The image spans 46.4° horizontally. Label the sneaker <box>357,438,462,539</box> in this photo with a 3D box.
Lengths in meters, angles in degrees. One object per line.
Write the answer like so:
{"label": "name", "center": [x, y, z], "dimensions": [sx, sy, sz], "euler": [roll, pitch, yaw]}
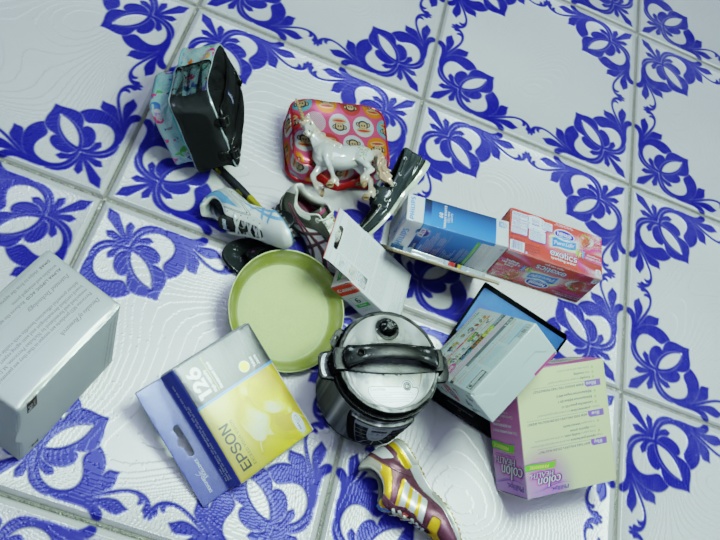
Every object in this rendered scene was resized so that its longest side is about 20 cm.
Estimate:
{"label": "sneaker", "center": [0.074, 0.363, 1.289], "dimensions": [0.089, 0.075, 0.201], "euler": [-26, 66, -22]}

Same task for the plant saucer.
{"label": "plant saucer", "center": [-0.123, 0.067, 1.378], "dimensions": [0.198, 0.031, 0.203], "euler": [5, 76, -23]}

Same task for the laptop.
{"label": "laptop", "center": [0.231, 0.161, 1.437], "dimensions": [0.176, 0.104, 0.201], "euler": [32, 55, 0]}

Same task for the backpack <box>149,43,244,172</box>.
{"label": "backpack", "center": [-0.274, -0.289, 1.463], "dimensions": [0.148, 0.178, 0.202], "euler": [-4, 51, 10]}

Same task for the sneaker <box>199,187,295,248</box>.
{"label": "sneaker", "center": [-0.190, -0.079, 1.409], "dimensions": [0.199, 0.072, 0.072], "euler": [26, 50, 32]}

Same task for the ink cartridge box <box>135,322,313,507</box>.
{"label": "ink cartridge box", "center": [-0.200, 0.211, 1.259], "dimensions": [0.199, 0.047, 0.199], "euler": [-33, 92, -35]}

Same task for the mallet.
{"label": "mallet", "center": [-0.194, -0.116, 1.485], "dimensions": [0.199, 0.066, 0.041], "euler": [39, 49, 22]}

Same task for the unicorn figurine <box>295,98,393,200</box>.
{"label": "unicorn figurine", "center": [-0.042, -0.199, 1.485], "dimensions": [0.198, 0.074, 0.139], "euler": [13, 57, -30]}

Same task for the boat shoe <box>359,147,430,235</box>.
{"label": "boat shoe", "center": [0.044, -0.142, 1.531], "dimensions": [0.066, 0.074, 0.200], "euler": [42, 82, -12]}

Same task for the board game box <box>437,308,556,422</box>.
{"label": "board game box", "center": [0.197, 0.142, 1.327], "dimensions": [0.147, 0.200, 0.064], "euler": [-44, 106, -9]}

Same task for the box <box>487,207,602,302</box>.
{"label": "box", "center": [0.350, -0.028, 1.594], "dimensions": [0.198, 0.096, 0.101], "euler": [17, 57, -11]}

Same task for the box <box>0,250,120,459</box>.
{"label": "box", "center": [-0.447, 0.119, 1.151], "dimensions": [0.130, 0.199, 0.201], "euler": [36, 55, 2]}

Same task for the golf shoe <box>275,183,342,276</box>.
{"label": "golf shoe", "center": [-0.065, -0.065, 1.468], "dimensions": [0.200, 0.088, 0.077], "euler": [41, 54, 4]}

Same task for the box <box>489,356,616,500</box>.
{"label": "box", "center": [0.310, 0.252, 1.376], "dimensions": [0.174, 0.096, 0.203], "euler": [-5, 88, -23]}

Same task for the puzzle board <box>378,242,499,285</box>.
{"label": "puzzle board", "center": [0.134, -0.016, 1.485], "dimensions": [0.198, 0.151, 0.018], "euler": [17, 91, -10]}

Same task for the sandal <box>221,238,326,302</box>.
{"label": "sandal", "center": [-0.137, -0.008, 1.430], "dimensions": [0.198, 0.048, 0.076], "euler": [23, 57, -7]}

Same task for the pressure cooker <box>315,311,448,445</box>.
{"label": "pressure cooker", "center": [0.026, 0.161, 1.299], "dimensions": [0.179, 0.200, 0.176], "euler": [44, 59, 9]}

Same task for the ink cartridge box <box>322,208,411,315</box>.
{"label": "ink cartridge box", "center": [0.000, 0.000, 1.420], "dimensions": [0.200, 0.050, 0.110], "euler": [42, 49, -32]}

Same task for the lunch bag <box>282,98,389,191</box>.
{"label": "lunch bag", "center": [-0.044, -0.226, 1.570], "dimensions": [0.197, 0.082, 0.178], "euler": [4, 61, -19]}

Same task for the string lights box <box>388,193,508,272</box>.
{"label": "string lights box", "center": [0.161, -0.066, 1.542], "dimensions": [0.198, 0.103, 0.060], "euler": [15, 59, -12]}
